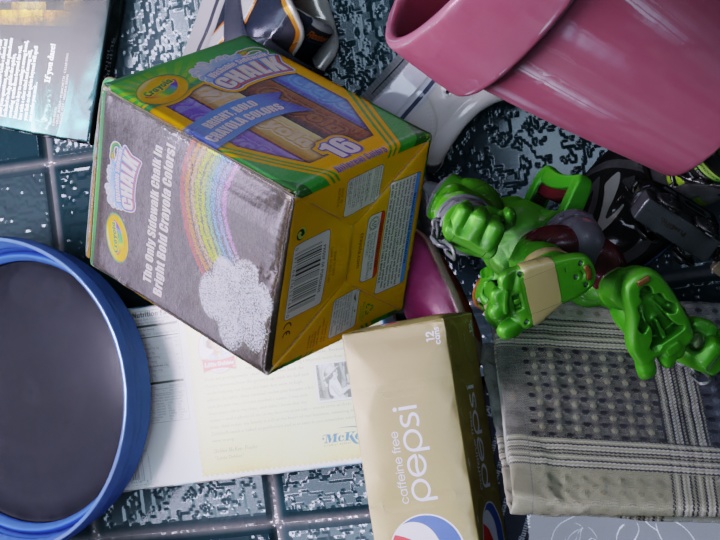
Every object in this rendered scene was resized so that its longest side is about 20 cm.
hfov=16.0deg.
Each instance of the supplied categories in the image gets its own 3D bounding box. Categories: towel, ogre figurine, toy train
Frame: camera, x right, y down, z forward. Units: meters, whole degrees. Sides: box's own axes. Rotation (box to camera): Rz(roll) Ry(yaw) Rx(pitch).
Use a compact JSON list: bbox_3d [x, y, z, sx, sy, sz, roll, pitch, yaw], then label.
[{"bbox_3d":[0.170,0.082,1.478,0.198,0.193,0.035,5,129,-5],"label":"towel"},{"bbox_3d":[0.114,-0.002,1.458,0.199,0.120,0.099,4,109,-23],"label":"ogre figurine"},{"bbox_3d":[0.239,0.006,1.510,0.199,0.046,0.034,32,111,-17],"label":"toy train"}]

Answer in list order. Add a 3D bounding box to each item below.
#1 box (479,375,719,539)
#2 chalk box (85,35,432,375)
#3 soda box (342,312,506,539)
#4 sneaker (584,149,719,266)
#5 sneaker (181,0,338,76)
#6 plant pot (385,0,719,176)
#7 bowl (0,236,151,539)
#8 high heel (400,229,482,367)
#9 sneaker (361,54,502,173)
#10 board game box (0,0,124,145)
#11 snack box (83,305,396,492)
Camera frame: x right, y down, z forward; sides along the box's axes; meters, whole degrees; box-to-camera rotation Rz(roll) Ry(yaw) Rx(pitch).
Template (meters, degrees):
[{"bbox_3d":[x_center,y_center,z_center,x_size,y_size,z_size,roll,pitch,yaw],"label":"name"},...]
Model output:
[{"bbox_3d":[0.145,0.160,1.538,0.199,0.107,0.149,17,95,15],"label":"box"},{"bbox_3d":[-0.077,-0.051,1.505,0.199,0.123,0.125,31,127,32],"label":"chalk box"},{"bbox_3d":[0.042,0.128,1.475,0.064,0.068,0.202,-10,89,16],"label":"soda box"},{"bbox_3d":[0.195,-0.067,1.532,0.199,0.083,0.071,-38,83,15],"label":"sneaker"},{"bbox_3d":[-0.065,-0.127,1.600,0.079,0.078,0.201,16,94,20],"label":"sneaker"},{"bbox_3d":[0.141,-0.155,1.438,0.179,0.200,0.200,36,100,-12],"label":"plant pot"},{"bbox_3d":[-0.219,0.079,1.642,0.199,0.039,0.202,1,93,31],"label":"bowl"},{"bbox_3d":[0.000,0.000,1.567,0.096,0.067,0.201,-32,56,3],"label":"high heel"},{"bbox_3d":[0.086,-0.146,1.575,0.071,0.073,0.200,41,101,-15],"label":"sneaker"},{"bbox_3d":[-0.217,-0.191,1.664,0.134,0.028,0.202,11,95,14],"label":"board game box"},{"bbox_3d":[-0.072,0.072,1.628,0.199,0.037,0.117,-8,88,14],"label":"snack box"}]
